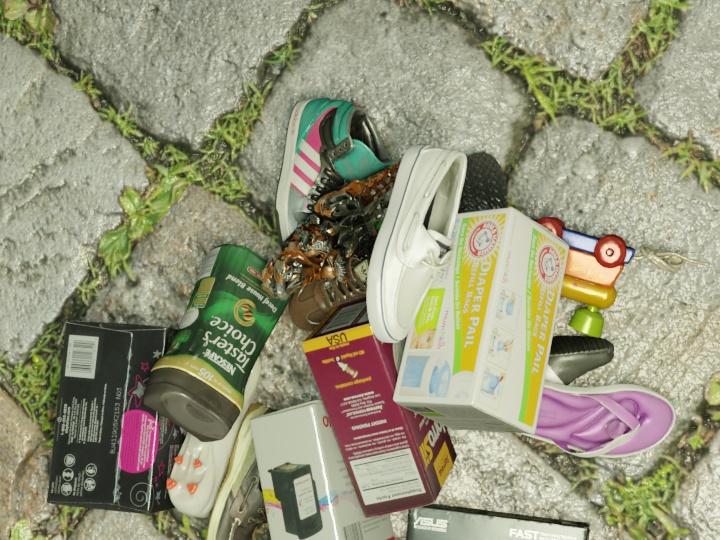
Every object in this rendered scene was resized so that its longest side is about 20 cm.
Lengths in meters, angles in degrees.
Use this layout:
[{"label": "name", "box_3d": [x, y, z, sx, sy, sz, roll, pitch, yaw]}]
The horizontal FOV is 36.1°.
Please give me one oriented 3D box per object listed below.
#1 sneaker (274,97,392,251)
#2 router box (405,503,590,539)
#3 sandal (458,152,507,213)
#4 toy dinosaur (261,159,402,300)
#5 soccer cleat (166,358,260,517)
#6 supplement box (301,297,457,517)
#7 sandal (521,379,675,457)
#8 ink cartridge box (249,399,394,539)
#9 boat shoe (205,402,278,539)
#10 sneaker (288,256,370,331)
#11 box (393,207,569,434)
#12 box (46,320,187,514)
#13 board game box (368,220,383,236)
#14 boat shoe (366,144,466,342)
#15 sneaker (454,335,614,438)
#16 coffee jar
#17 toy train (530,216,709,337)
[{"label": "sneaker", "box_3d": [-0.024, -0.102, 1.243, 0.119, 0.083, 0.204, -4, 76, 37]}, {"label": "router box", "box_3d": [0.142, 0.336, 1.180, 0.196, 0.062, 0.153, 4, 84, 13]}, {"label": "sandal", "box_3d": [0.128, -0.031, 1.233, 0.074, 0.045, 0.204, -2, 79, 3]}, {"label": "toy dinosaur", "box_3d": [-0.020, -0.047, 1.163, 0.135, 0.101, 0.202, 28, 90, 52]}, {"label": "soccer cleat", "box_3d": [-0.164, 0.183, 1.266, 0.068, 0.078, 0.203, 11, 66, 22]}, {"label": "supplement box", "box_3d": [0.023, 0.139, 1.166, 0.084, 0.110, 0.203, -16, 102, 22]}, {"label": "sandal", "box_3d": [0.240, 0.161, 1.152, 0.199, 0.050, 0.084, 6, 108, -13]}, {"label": "ink cartridge box", "box_3d": [-0.035, 0.244, 1.183, 0.082, 0.145, 0.204, -16, 80, 22]}, {"label": "boat shoe", "box_3d": [-0.121, 0.253, 1.241, 0.064, 0.073, 0.204, 13, 86, 18]}, {"label": "sneaker", "box_3d": [0.000, 0.000, 1.218, 0.198, 0.076, 0.071, -31, 78, 7]}, {"label": "box", "box_3d": [0.123, 0.051, 1.111, 0.111, 0.101, 0.204, -5, 65, 47]}, {"label": "box", "box_3d": [-0.267, 0.166, 1.262, 0.129, 0.115, 0.204, 3, 83, 13]}, {"label": "board game box", "box_3d": [0.046, 0.017, 1.257, 0.198, 0.030, 0.096, 34, 91, 11]}, {"label": "boat shoe", "box_3d": [0.058, -0.027, 1.088, 0.065, 0.073, 0.204, 7, 83, 38]}, {"label": "sneaker", "box_3d": [0.183, 0.128, 1.200, 0.196, 0.074, 0.090, -16, 98, 9]}, {"label": "coffee jar", "box_3d": [-0.154, 0.079, 1.203, 0.104, 0.085, 0.202, 37, 59, -26]}, {"label": "toy train", "box_3d": [0.261, 0.020, 1.188, 0.197, 0.085, 0.118, 17, 97, 13]}]
